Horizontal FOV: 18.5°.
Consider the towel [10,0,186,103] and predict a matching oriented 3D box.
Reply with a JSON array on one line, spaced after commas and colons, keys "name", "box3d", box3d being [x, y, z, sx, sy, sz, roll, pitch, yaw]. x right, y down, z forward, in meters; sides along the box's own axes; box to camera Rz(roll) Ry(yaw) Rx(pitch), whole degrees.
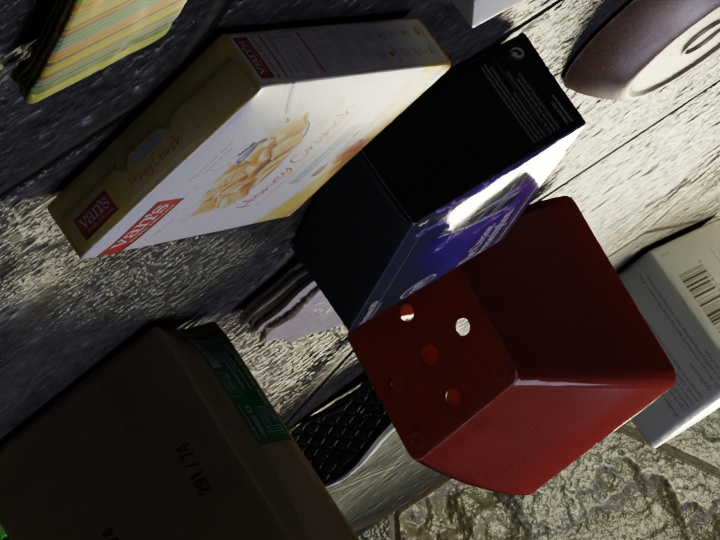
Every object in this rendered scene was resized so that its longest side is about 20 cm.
[{"name": "towel", "box3d": [-0.077, -0.139, 0.866, 0.086, 0.018, 0.200, -34, 170, -36]}]

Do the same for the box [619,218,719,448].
[{"name": "box", "box3d": [0.405, 0.076, 2.739, 0.171, 0.199, 0.200, -42, 167, 37]}]

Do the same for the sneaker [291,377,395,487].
[{"name": "sneaker", "box3d": [0.008, 0.151, 2.214, 0.200, 0.072, 0.083, -38, 170, 14]}]

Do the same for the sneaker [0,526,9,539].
[{"name": "sneaker", "box3d": [-0.282, 0.208, 1.631, 0.200, 0.077, 0.084, -24, -178, -33]}]

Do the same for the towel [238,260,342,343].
[{"name": "towel", "box3d": [0.000, 0.000, 1.640, 0.132, 0.035, 0.200, -39, 169, 26]}]

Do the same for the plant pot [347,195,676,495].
[{"name": "plant pot", "box3d": [0.111, 0.070, 1.892, 0.200, 0.200, 0.176, -42, 157, 32]}]

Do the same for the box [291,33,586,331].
[{"name": "box", "box3d": [0.047, -0.054, 1.442, 0.141, 0.079, 0.200, -28, 168, -20]}]

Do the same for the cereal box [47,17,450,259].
[{"name": "cereal box", "box3d": [-0.054, -0.071, 1.154, 0.144, 0.040, 0.200, -41, 168, 29]}]

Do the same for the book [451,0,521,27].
[{"name": "book", "box3d": [0.133, -0.213, 1.116, 0.200, 0.048, 0.134, -31, 165, -10]}]

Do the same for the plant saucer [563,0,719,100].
[{"name": "plant saucer", "box3d": [0.237, -0.179, 1.578, 0.200, 0.037, 0.200, -34, 169, -8]}]

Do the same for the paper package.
[{"name": "paper package", "box3d": [-0.132, 0.165, 1.510, 0.191, 0.200, 0.103, -37, 169, 15]}]
